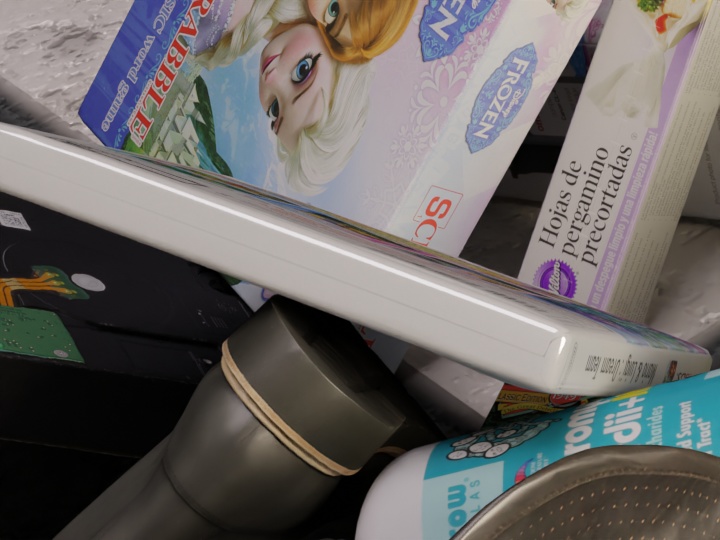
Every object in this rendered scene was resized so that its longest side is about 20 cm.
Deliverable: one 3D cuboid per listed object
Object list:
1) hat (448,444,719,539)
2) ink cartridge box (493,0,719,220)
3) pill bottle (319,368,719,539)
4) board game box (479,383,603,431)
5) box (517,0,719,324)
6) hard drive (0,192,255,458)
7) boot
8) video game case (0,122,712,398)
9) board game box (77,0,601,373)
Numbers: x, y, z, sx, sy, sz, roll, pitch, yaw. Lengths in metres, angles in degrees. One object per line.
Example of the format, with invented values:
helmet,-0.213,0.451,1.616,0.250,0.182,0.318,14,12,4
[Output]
hat,0.049,0.140,0.807,0.200,0.201,0.081,-30,19,-20
ink cartridge box,0.123,-0.095,1.176,0.199,0.086,0.148,6,39,32
pill bottle,0.074,0.095,0.897,0.199,0.111,0.111,-16,33,17
board game box,0.124,0.081,0.988,0.199,0.024,0.105,3,37,25
box,0.108,-0.074,1.068,0.039,0.201,0.041,24,13,29
hard drive,-0.130,0.015,1.076,0.199,0.038,0.140,10,23,-29
boot,-0.048,0.075,0.980,0.138,0.200,0.078,-44,75,5
video game case,0.000,0.000,0.967,0.199,0.024,0.182,20,3,20
board game box,-0.008,-0.092,1.131,0.041,0.201,0.200,14,21,-41
